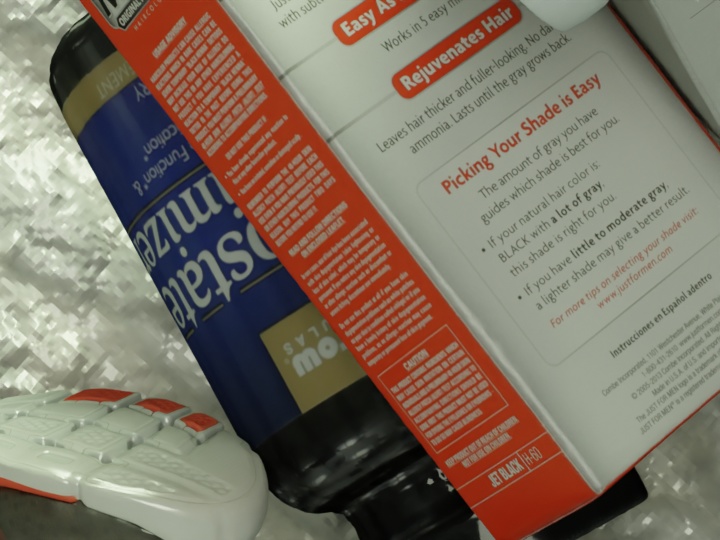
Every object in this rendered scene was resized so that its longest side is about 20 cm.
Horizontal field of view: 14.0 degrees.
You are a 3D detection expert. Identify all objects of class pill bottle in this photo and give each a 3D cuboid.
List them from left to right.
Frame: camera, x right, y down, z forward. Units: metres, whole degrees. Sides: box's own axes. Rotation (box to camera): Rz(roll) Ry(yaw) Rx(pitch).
[{"bbox_3d":[0.000,0.000,0.862,0.112,0.112,0.200,-30,83,2],"label":"pill bottle"}]

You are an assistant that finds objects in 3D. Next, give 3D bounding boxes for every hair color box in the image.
[{"bbox_3d":[0.022,-0.038,0.787,0.101,0.061,0.200,-36,88,-30],"label":"hair color box"}]

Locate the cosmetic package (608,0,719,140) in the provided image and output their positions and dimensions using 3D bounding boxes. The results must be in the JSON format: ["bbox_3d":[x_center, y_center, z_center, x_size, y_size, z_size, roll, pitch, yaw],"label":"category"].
[{"bbox_3d":[0.089,-0.130,0.827,0.107,0.200,0.090,-38,128,-1],"label":"cosmetic package"}]

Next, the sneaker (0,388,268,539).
[{"bbox_3d":[-0.108,0.081,0.869,0.200,0.077,0.082,4,102,37],"label":"sneaker"}]

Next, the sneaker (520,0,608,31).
[{"bbox_3d":[0.042,-0.142,0.749,0.071,0.200,0.073,-38,127,22],"label":"sneaker"}]
